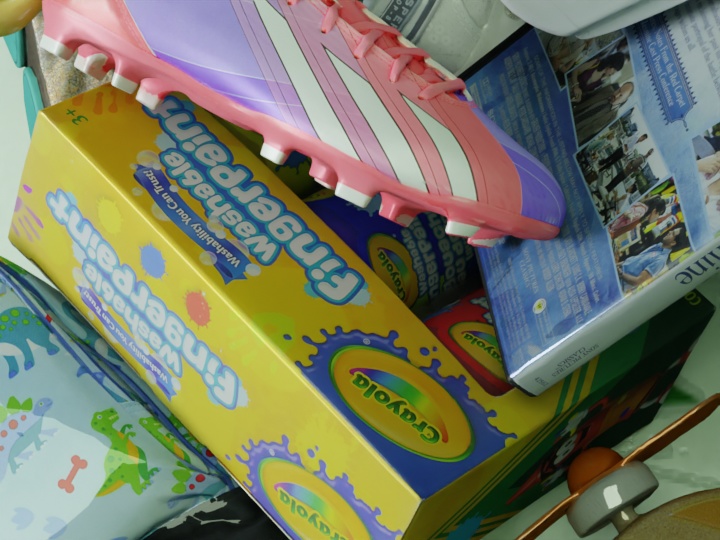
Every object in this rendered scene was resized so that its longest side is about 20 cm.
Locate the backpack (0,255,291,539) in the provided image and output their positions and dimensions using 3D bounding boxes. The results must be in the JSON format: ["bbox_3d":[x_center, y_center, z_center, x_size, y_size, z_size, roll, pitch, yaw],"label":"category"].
[{"bbox_3d":[-0.135,0.077,0.806,0.163,0.154,0.200,-41,56,3],"label":"backpack"}]

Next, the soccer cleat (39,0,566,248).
[{"bbox_3d":[-0.016,-0.071,0.731,0.199,0.067,0.077,25,92,17],"label":"soccer cleat"}]

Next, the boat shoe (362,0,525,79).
[{"bbox_3d":[0.060,-0.147,0.865,0.070,0.071,0.201,31,46,-10],"label":"boat shoe"}]

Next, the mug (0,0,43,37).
[{"bbox_3d":[-0.114,-0.191,0.811,0.153,0.150,0.187,30,107,-10],"label":"mug"}]

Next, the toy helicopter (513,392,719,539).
[{"bbox_3d":[0.134,0.086,0.783,0.132,0.079,0.201,30,63,7],"label":"toy helicopter"}]

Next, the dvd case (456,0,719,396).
[{"bbox_3d":[0.114,-0.065,0.720,0.200,0.018,0.143,-37,41,25],"label":"dvd case"}]

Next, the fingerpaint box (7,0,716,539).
[{"bbox_3d":[0.000,0.000,0.793,0.166,0.074,0.200,-27,63,-39],"label":"fingerpaint box"}]

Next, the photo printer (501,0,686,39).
[{"bbox_3d":[0.123,-0.190,0.730,0.166,0.069,0.201,-24,42,38],"label":"photo printer"}]

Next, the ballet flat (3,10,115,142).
[{"bbox_3d":[-0.115,-0.093,0.900,0.067,0.068,0.201,-12,72,-16],"label":"ballet flat"}]
